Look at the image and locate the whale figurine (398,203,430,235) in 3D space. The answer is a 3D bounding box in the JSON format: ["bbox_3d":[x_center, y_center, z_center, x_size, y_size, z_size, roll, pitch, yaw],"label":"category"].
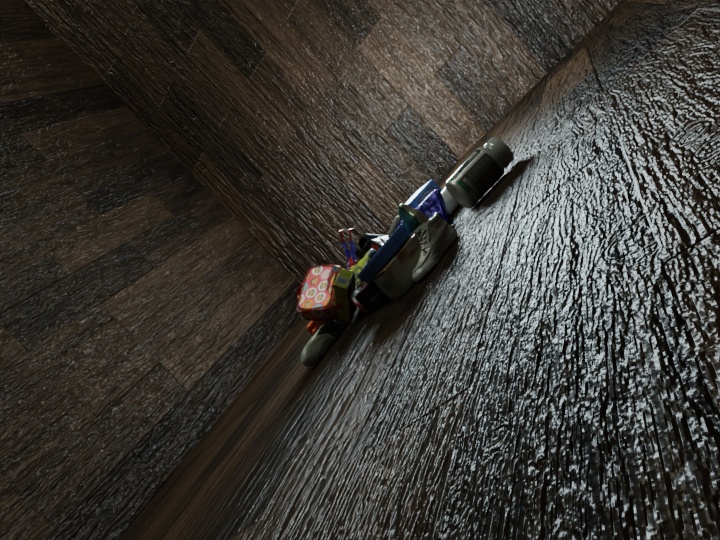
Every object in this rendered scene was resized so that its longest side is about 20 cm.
[{"bbox_3d":[0.163,-0.126,1.570,0.104,0.159,0.200,-51,-28,4],"label":"whale figurine"}]

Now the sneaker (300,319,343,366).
[{"bbox_3d":[-0.130,0.238,1.733,0.200,0.072,0.073,-45,-5,-35],"label":"sneaker"}]

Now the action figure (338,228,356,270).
[{"bbox_3d":[-0.024,-0.056,1.925,0.064,0.204,0.099,-5,12,22],"label":"action figure"}]

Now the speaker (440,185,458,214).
[{"bbox_3d":[0.282,-0.216,1.812,0.200,0.081,0.081,-49,6,-36],"label":"speaker"}]

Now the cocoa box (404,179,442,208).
[{"bbox_3d":[0.255,-0.248,2.031,0.133,0.131,0.200,-46,4,-6],"label":"cocoa box"}]

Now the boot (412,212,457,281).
[{"bbox_3d":[0.174,-0.066,1.384,0.200,0.096,0.073,-49,6,-32],"label":"boot"}]

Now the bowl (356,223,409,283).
[{"bbox_3d":[0.067,-0.046,1.494,0.201,0.039,0.201,-49,0,0],"label":"bowl"}]

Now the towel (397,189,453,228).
[{"bbox_3d":[0.204,-0.153,1.704,0.200,0.049,0.150,-44,47,35],"label":"towel"}]

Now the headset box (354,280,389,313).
[{"bbox_3d":[0.078,0.028,1.579,0.149,0.077,0.200,-43,6,39],"label":"headset box"}]

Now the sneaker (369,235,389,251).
[{"bbox_3d":[0.114,-0.073,1.764,0.094,0.081,0.200,-25,38,-22],"label":"sneaker"}]

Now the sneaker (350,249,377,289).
[{"bbox_3d":[0.000,0.000,1.765,0.075,0.077,0.202,-20,-33,-42],"label":"sneaker"}]

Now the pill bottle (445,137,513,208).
[{"bbox_3d":[0.360,-0.295,1.570,0.200,0.113,0.113,-46,4,-2],"label":"pill bottle"}]

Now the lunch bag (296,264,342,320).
[{"bbox_3d":[-0.145,0.076,1.820,0.173,0.082,0.203,-5,52,26],"label":"lunch bag"}]

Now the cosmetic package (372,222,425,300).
[{"bbox_3d":[0.134,-0.025,1.450,0.200,0.087,0.103,-48,3,-28],"label":"cosmetic package"}]

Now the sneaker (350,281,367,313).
[{"bbox_3d":[0.028,0.068,1.680,0.074,0.081,0.200,-41,6,27],"label":"sneaker"}]

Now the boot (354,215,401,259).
[{"bbox_3d":[0.077,-0.125,1.902,0.197,0.065,0.168,-2,-69,-42],"label":"boot"}]

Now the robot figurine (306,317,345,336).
[{"bbox_3d":[-0.101,0.159,1.867,0.200,0.116,0.144,-48,2,-14],"label":"robot figurine"}]

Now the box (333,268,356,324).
[{"bbox_3d":[-0.048,0.087,1.708,0.202,0.049,0.076,86,-158,-52],"label":"box"}]
